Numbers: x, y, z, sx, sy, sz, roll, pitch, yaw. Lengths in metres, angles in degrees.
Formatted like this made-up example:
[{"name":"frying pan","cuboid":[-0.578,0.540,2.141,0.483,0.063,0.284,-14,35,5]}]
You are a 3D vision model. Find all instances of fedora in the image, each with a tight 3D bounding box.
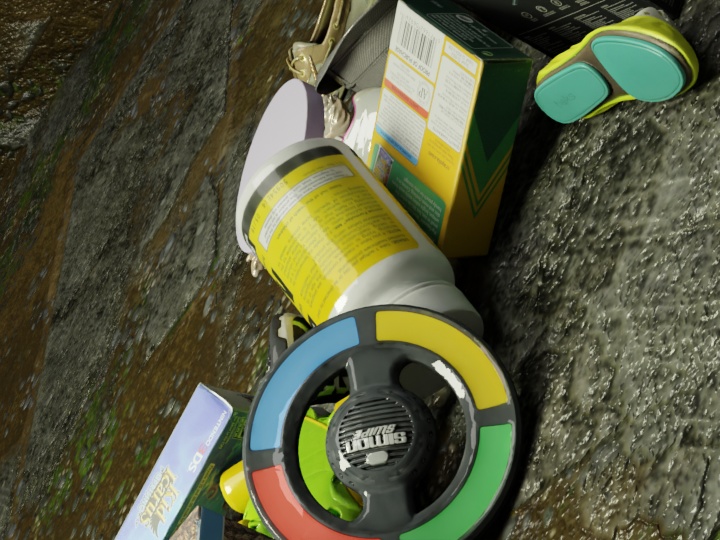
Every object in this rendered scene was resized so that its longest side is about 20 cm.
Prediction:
[{"name":"fedora","cuboid":[0.048,-0.195,1.705,0.177,0.090,0.200,-43,0,-17]}]

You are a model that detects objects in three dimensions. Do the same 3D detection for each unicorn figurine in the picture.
[{"name":"unicorn figurine","cuboid":[-0.060,-0.090,1.946,0.137,0.074,0.200,-35,47,37]}]

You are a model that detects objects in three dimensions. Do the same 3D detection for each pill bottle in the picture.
[{"name":"pill bottle","cuboid":[0.000,0.000,1.479,0.114,0.114,0.200,-55,53,22]}]

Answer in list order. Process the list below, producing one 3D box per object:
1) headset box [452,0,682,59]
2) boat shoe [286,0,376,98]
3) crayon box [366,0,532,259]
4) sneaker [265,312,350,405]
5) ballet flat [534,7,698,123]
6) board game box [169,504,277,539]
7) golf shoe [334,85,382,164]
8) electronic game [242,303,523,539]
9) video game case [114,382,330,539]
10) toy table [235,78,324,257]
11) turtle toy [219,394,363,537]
[{"name":"headset box","cuboid":[0.127,-0.256,1.460,0.174,0.200,0.093,-15,52,66]},{"name":"boat shoe","cuboid":[-0.043,-0.225,2.060,0.200,0.066,0.074,-65,19,-4]},{"name":"crayon box","cuboid":[0.062,-0.098,1.524,0.126,0.051,0.200,44,130,47]},{"name":"sneaker","cuboid":[-0.022,0.070,1.527,0.200,0.083,0.072,-12,-72,-79]},{"name":"ballet flat","cuboid":[0.190,-0.154,1.386,0.067,0.067,0.200,-47,12,-19]},{"name":"board game box","cuboid":[-0.045,0.270,1.229,0.097,0.200,0.160,-51,22,30]},{"name":"golf shoe","cuboid":[0.007,-0.064,1.657,0.091,0.075,0.200,28,101,33]},{"name":"electronic game","cuboid":[0.014,0.117,1.340,0.042,0.200,0.200,57,-130,-63]},{"name":"video game case","cuboid":[-0.110,0.195,1.546,0.045,0.181,0.200,33,98,30]},{"name":"toy table","cuboid":[-0.032,-0.074,1.760,0.184,0.117,0.200,-41,30,48]},{"name":"turtle toy","cuboid":[-0.024,0.166,1.454,0.146,0.101,0.200,-32,26,15]}]
